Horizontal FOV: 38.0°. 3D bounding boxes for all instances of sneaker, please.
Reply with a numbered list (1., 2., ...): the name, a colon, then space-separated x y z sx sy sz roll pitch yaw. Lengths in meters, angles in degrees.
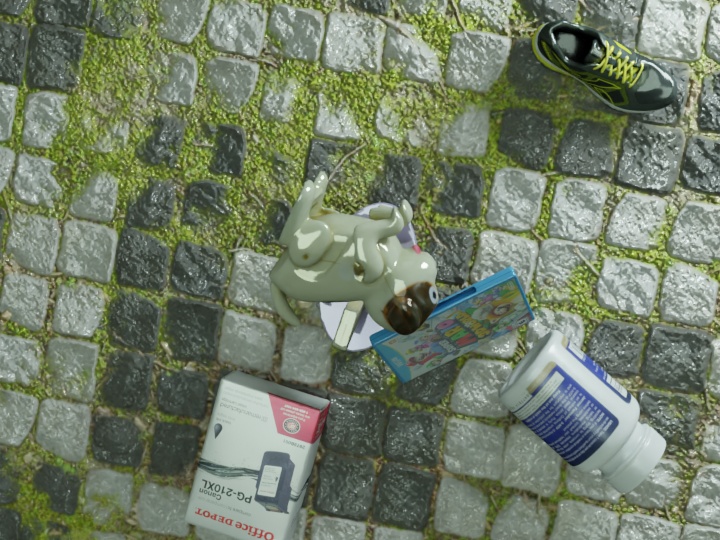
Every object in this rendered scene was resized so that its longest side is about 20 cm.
1. sneaker: 0.309 -0.257 1.327 0.197 0.085 0.076 23 96 5

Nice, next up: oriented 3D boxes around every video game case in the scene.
1. video game case: 0.121 0.074 1.344 0.198 0.143 0.018 -26 60 7

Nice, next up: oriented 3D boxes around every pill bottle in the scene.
1. pill bottle: 0.285 0.184 1.337 0.199 0.120 0.120 42 97 3

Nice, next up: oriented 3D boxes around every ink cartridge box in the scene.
1. ink cartridge box: -0.139 0.256 1.405 0.142 0.084 0.203 16 95 6

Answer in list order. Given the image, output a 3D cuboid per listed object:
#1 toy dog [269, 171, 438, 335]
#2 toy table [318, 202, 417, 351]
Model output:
1. toy dog: 0.000 0.000 1.236 0.197 0.140 0.197 25 94 2
2. toy table: 0.007 0.011 1.361 0.180 0.117 0.204 7 93 6
